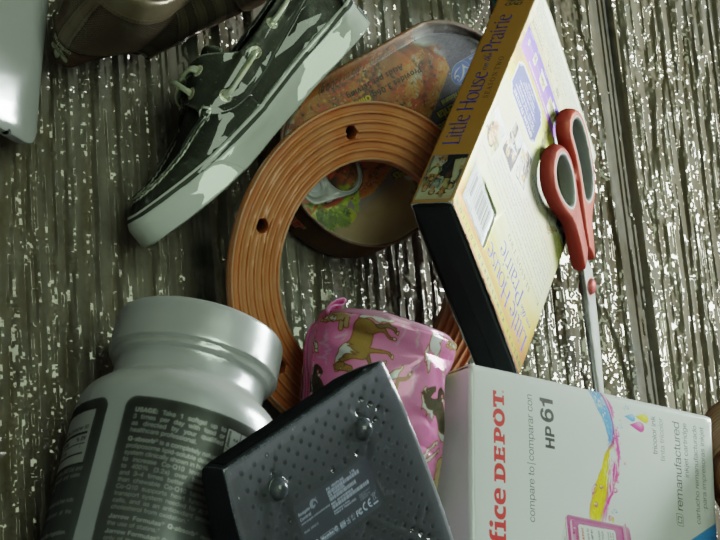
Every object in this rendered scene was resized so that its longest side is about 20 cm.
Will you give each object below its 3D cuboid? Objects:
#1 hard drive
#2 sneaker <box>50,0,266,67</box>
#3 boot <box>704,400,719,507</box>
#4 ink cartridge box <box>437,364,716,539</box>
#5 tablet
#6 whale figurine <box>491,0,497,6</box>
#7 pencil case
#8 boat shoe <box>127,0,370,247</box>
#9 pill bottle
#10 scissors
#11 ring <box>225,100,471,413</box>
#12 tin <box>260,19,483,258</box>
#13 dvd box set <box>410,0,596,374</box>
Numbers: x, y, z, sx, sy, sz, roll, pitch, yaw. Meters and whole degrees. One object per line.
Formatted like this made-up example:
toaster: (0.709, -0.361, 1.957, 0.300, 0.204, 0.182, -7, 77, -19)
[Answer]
hard drive: (-0.008, 0.162, 1.136, 0.135, 0.042, 0.201, -33, 111, -39)
sneaker: (-0.114, -0.168, 1.296, 0.071, 0.076, 0.200, 54, 32, 8)
boot: (0.290, 0.183, 1.369, 0.200, 0.074, 0.155, 37, 22, -23)
ink cartridge box: (0.115, 0.149, 1.303, 0.199, 0.085, 0.145, 13, 67, -33)
tablet: (-0.215, -0.182, 1.210, 0.130, 0.014, 0.201, 29, 57, -50)
whale figurine: (0.062, -0.258, 1.429, 0.200, 0.104, 0.159, 58, 49, -33)
pencil case: (-0.003, 0.120, 1.227, 0.086, 0.083, 0.201, 24, 73, -48)
boat shoe: (-0.079, -0.099, 1.273, 0.064, 0.071, 0.200, 45, 67, -13)
pill bottle: (-0.106, 0.122, 1.162, 0.116, 0.116, 0.201, 24, 62, -23)
scissors: (0.146, -0.004, 1.387, 0.073, 0.014, 0.201, -56, 135, -53)
ring: (0.000, 0.000, 1.293, 0.200, 0.019, 0.201, -4, 97, -39)
tin: (0.023, -0.081, 1.364, 0.200, 0.042, 0.112, -32, 88, -36)
dvd box set: (0.092, -0.056, 1.330, 0.147, 0.029, 0.200, 66, 35, -39)
